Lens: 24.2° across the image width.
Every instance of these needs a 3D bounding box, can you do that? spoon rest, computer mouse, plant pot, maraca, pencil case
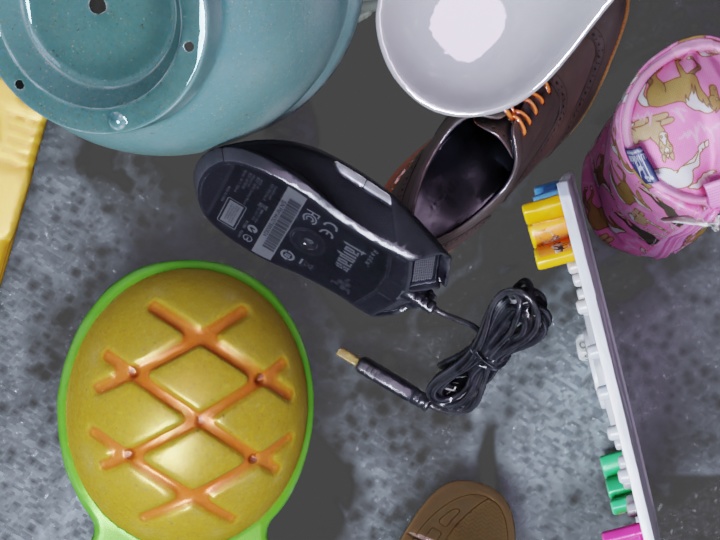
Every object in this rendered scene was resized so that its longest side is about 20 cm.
[{"bbox_3d":[0.102,-0.153,0.866,0.199,0.061,0.100,-27,94,2],"label":"spoon rest"},{"bbox_3d":[0.000,0.000,0.899,0.199,0.141,0.046,27,54,1],"label":"computer mouse"},{"bbox_3d":[-0.109,-0.141,0.827,0.199,0.134,0.202,6,113,13],"label":"plant pot"},{"bbox_3d":[-0.093,0.095,0.887,0.136,0.107,0.202,3,91,-9],"label":"maraca"},{"bbox_3d":[0.163,-0.058,0.873,0.083,0.200,0.087,34,86,4],"label":"pencil case"}]

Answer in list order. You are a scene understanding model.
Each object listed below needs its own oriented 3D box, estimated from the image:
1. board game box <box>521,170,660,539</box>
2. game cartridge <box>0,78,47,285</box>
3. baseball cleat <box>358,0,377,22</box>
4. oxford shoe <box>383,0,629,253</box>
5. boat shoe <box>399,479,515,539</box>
[{"bbox_3d":[0.121,0.051,0.871,0.026,0.200,0.201,-13,93,8],"label":"board game box"},{"bbox_3d":[-0.273,-0.027,0.887,0.175,0.032,0.201,17,99,-7],"label":"game cartridge"},{"bbox_3d":[0.015,-0.194,0.925,0.198,0.070,0.107,-10,76,-9],"label":"baseball cleat"},{"bbox_3d":[0.088,-0.086,0.923,0.071,0.073,0.201,36,87,-7],"label":"oxford shoe"},{"bbox_3d":[0.034,0.215,0.929,0.071,0.065,0.201,18,71,1],"label":"boat shoe"}]
